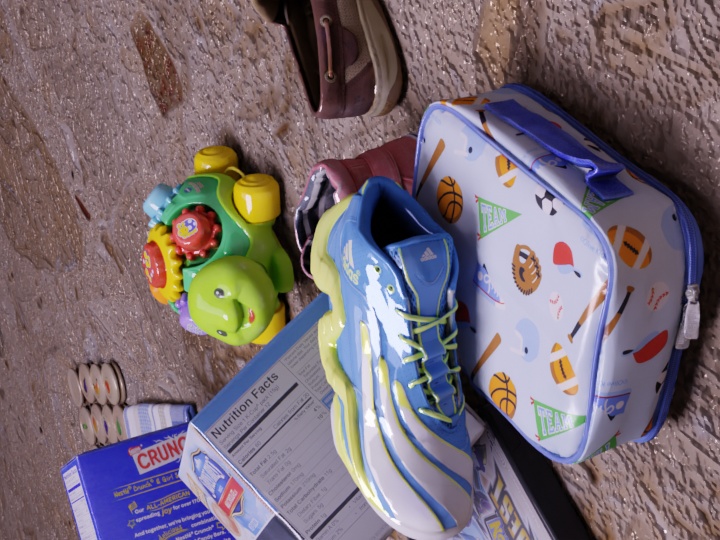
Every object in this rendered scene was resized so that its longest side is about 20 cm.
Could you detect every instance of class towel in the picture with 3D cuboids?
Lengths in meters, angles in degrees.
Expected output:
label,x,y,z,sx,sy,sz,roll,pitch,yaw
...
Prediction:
label,x,y,z,sx,sy,sz,roll,pitch,yaw
towel,-0.199,0.211,1.539,0.200,0.024,0.149,-12,90,62

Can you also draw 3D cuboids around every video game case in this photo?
label,x,y,z,sx,sy,sz,roll,pitch,yaw
video game case,0.105,0.212,0.927,0.201,0.025,0.181,61,151,27

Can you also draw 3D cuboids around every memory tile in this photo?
label,x,y,z,sx,sy,sz,roll,pitch,yaw
memory tile,-0.305,0.185,1.742,0.200,0.017,0.155,-12,92,64

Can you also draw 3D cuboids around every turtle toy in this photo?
label,x,y,z,sx,sy,sz,roll,pitch,yaw
turtle toy,-0.115,-0.006,1.169,0.200,0.100,0.147,36,134,53

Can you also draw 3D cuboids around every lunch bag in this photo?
label,x,y,z,sx,sy,sz,roll,pitch,yaw
lunch bag,0.100,-0.005,0.774,0.200,0.075,0.162,45,138,48

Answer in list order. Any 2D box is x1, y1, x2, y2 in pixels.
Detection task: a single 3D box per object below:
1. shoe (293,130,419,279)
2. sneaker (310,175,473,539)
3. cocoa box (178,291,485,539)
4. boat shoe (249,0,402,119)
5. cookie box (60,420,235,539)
label,x,y,z,sx,sy,sz,roll,pitch,yaw
shoe,0.000,0.000,0.952,0.072,0.090,0.201,53,146,37
sneaker,0.020,0.040,0.783,0.105,0.075,0.202,115,140,-61
cocoa box,-0.027,0.117,0.937,0.131,0.133,0.200,44,162,5
boat shoe,-0.039,-0.189,0.956,0.072,0.071,0.202,-41,66,61
cookie box,-0.157,0.243,1.304,0.075,0.170,0.202,-32,73,59
